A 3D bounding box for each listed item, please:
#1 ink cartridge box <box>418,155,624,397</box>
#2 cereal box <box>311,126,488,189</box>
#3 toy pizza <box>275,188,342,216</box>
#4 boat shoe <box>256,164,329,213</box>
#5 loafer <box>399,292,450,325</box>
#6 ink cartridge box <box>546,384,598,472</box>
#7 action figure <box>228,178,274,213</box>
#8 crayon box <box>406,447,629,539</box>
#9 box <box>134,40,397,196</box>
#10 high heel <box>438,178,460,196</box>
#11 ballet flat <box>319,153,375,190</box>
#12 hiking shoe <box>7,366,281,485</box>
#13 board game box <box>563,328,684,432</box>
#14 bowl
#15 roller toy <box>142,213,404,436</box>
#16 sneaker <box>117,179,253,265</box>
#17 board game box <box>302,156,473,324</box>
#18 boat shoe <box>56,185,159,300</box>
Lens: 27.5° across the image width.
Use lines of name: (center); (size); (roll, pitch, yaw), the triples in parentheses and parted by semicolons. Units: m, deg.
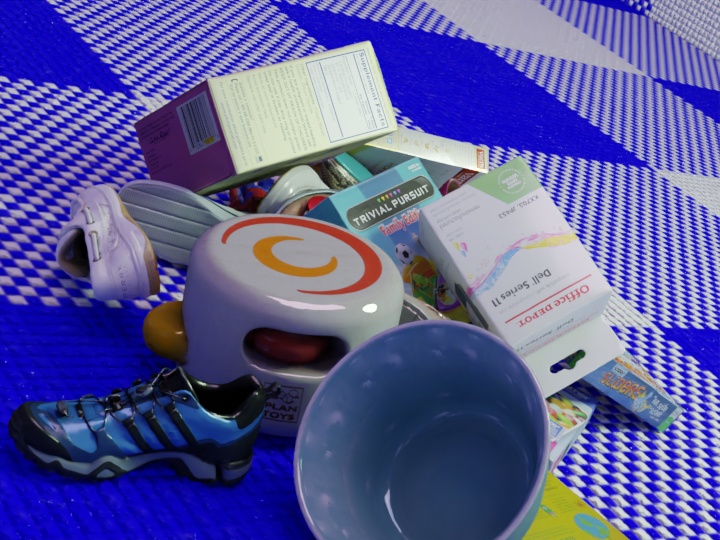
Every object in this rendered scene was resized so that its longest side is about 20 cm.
ink cartridge box: (0.152, 0.009, 1.360); (0.117, 0.067, 0.201); (-28, 70, -11)
cereal box: (0.033, -0.125, 1.742); (0.199, 0.144, 0.040); (11, 68, -25)
toy pizza: (0.000, 0.000, 1.442); (0.199, 0.032, 0.201); (20, 49, -24)
boat shoe: (-0.047, -0.059, 1.548); (0.069, 0.071, 0.200); (44, 9, 14)
loafer: (0.076, 0.080, 1.322); (0.200, 0.072, 0.063); (36, 19, 15)
ink cartridge box: (0.153, 0.131, 1.403); (0.119, 0.042, 0.200); (29, 21, 14)
action figure: (-0.115, -0.089, 1.626); (0.065, 0.052, 0.200); (20, 25, -15)
crayon box: (0.133, 0.211, 1.184); (0.126, 0.051, 0.200); (-2, 33, -46)
box: (-0.098, -0.148, 1.498); (0.199, 0.097, 0.176); (-18, 1, -33)
high heel: (0.114, -0.020, 1.623); (0.067, 0.097, 0.200); (9, 26, -32)
ballet flat: (0.011, -0.082, 1.686); (0.199, 0.075, 0.068); (18, 30, -43)
hiking shoe: (-0.162, 0.104, 1.091); (0.199, 0.087, 0.074); (7, 27, -35)
board game box: (0.237, 0.082, 1.486); (0.200, 0.034, 0.136); (32, 14, -50)
bowl: (0.061, 0.150, 1.108); (0.201, 0.201, 0.105); (40, -5, 36)
roller toy: (-0.063, 0.049, 1.241); (0.182, 0.141, 0.199); (31, 31, 34)
sneaker: (-0.150, -0.035, 1.458); (0.199, 0.073, 0.071); (24, 5, -14)
board game box: (0.053, 0.002, 1.423); (0.151, 0.047, 0.201); (-28, 85, -49)
boat shoe: (-0.239, -0.025, 1.310); (0.069, 0.071, 0.200); (-17, 23, -18)
